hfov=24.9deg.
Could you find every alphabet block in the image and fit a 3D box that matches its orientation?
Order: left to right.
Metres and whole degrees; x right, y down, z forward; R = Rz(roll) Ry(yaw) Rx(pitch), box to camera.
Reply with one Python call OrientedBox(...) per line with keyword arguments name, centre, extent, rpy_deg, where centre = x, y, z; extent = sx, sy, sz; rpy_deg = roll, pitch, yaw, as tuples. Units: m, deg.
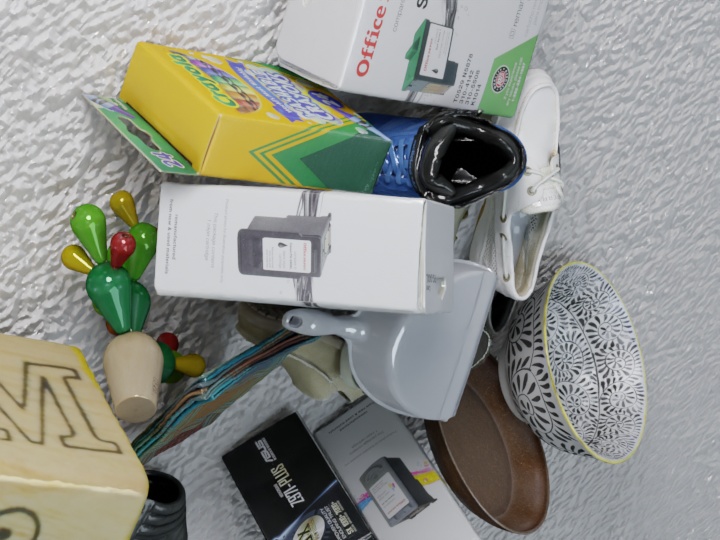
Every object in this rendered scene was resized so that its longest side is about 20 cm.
OrientedBox(name="alphabet block", centre=(-0.296, 0.164, 1.172), extent=(0.198, 0.197, 0.197), rpy_deg=(11, 115, -34))

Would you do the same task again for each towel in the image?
OrientedBox(name="towel", centre=(-0.123, 0.108, 1.332), extent=(0.146, 0.022, 0.200), rpy_deg=(-29, 171, -43))

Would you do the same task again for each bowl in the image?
OrientedBox(name="bowl", centre=(0.198, 0.100, 1.626), extent=(0.093, 0.203, 0.200), rpy_deg=(-16, 154, 34))

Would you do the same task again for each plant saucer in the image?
OrientedBox(name="plant saucer", centre=(0.116, 0.165, 1.584), extent=(0.036, 0.203, 0.200), rpy_deg=(-28, 148, 28))

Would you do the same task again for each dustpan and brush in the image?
OrientedBox(name="dustpan and brush", centre=(0.018, 0.051, 1.321), extent=(0.199, 0.057, 0.141), rpy_deg=(5, 105, -52))

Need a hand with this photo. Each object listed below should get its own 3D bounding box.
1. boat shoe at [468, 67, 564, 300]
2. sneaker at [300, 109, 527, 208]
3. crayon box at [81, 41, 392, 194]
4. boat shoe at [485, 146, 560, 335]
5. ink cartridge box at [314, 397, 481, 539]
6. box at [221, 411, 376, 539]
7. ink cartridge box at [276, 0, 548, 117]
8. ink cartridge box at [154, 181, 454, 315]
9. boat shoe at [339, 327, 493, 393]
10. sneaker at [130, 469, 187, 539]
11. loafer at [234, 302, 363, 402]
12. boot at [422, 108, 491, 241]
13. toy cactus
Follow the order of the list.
OrientedBox(name="boat shoe", centre=(0.146, -0.070, 1.393), extent=(0.070, 0.069, 0.202), rpy_deg=(-11, 121, -32))
OrientedBox(name="sneaker", centre=(0.035, -0.090, 1.293), extent=(0.197, 0.111, 0.078), rpy_deg=(4, 92, 2))
OrientedBox(name="crayon box", centre=(-0.089, -0.114, 1.211), extent=(0.198, 0.126, 0.052), rpy_deg=(3, 118, -42))
OrientedBox(name="boat shoe", centre=(0.150, -0.033, 1.534), extent=(0.066, 0.057, 0.202), rpy_deg=(3, 119, -42))
OrientedBox(name="ink cartridge box", centre=(0.052, 0.235, 1.542), extent=(0.085, 0.201, 0.148), rpy_deg=(-34, 140, -3))
OrientedBox(name="box", centre=(-0.032, 0.259, 1.514), extent=(0.086, 0.164, 0.201), rpy_deg=(-30, 138, -6))
OrientedBox(name="ink cartridge box", centre=(0.047, -0.208, 1.278), extent=(0.198, 0.084, 0.148), rpy_deg=(2, 110, -42))
OrientedBox(name="ink cartridge box", centre=(-0.035, -0.016, 1.205), extent=(0.145, 0.197, 0.085), rpy_deg=(-1, 94, -78))
OrientedBox(name="boat shoe", centre=(0.065, 0.078, 1.460), extent=(0.200, 0.060, 0.073), rpy_deg=(-9, 105, -51))
OrientedBox(name="sneaker", centre=(-0.230, 0.231, 1.403), extent=(0.198, 0.070, 0.100), rpy_deg=(-18, 129, -38))
OrientedBox(name="loafer", centre=(-0.041, 0.076, 1.438), extent=(0.199, 0.075, 0.069), rpy_deg=(23, 98, -48))
OrientedBox(name="boot", centre=(0.092, -0.070, 1.448), extent=(0.154, 0.072, 0.201), rpy_deg=(-34, 137, -19))
OrientedBox(name="toy cactus", centre=(-0.165, 0.042, 1.239), extent=(0.101, 0.166, 0.201), rpy_deg=(-9, 137, -2))
